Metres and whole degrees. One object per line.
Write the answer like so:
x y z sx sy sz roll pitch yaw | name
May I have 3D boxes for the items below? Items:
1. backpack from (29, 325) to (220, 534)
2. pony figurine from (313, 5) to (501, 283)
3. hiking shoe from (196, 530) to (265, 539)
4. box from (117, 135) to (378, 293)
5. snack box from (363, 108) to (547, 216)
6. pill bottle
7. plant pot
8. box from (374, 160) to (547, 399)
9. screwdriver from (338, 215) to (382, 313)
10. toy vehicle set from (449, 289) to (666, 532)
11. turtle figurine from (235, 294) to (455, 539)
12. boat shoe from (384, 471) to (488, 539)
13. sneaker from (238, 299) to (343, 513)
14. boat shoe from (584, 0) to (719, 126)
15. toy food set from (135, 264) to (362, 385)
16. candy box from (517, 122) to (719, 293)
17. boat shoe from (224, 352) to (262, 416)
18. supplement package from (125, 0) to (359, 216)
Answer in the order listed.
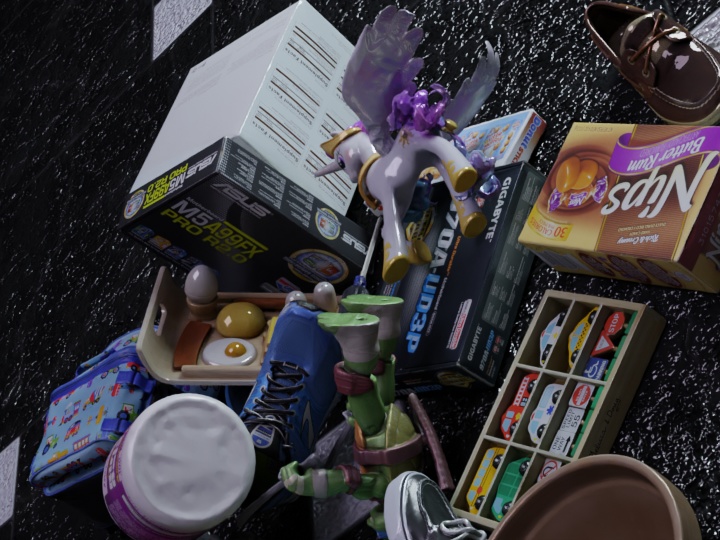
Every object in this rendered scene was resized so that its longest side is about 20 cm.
-0.226 0.138 1.884 0.182 0.134 0.201 -25 40 41 | backpack
0.045 -0.110 1.636 0.194 0.166 0.200 -52 43 20 | pony figurine
-0.143 0.287 1.678 0.199 0.076 0.101 -11 50 50 | hiking shoe
-0.108 -0.035 1.803 0.160 0.199 0.045 -24 44 42 | box
0.085 -0.099 1.743 0.199 0.024 0.072 -12 40 51 | snack box
-0.161 0.175 1.596 0.200 0.112 0.113 136 157 -69 | pill bottle
0.165 0.234 1.263 0.200 0.092 0.202 -35 37 32 | plant pot
0.078 0.012 1.640 0.158 0.046 0.201 -11 53 52 | box
0.000 0.000 1.745 0.201 0.029 0.028 -82 -4 -57 | screwdriver
0.151 0.114 1.459 0.124 0.026 0.201 7 68 57 | toy vehicle set
-0.023 0.123 1.545 0.199 0.143 0.196 16 111 50 | turtle figurine
0.074 0.224 1.408 0.068 0.073 0.200 -45 38 27 | boat shoe
-0.064 0.124 1.629 0.089 0.078 0.202 -36 -40 -67 | sneaker
0.243 -0.178 1.551 0.072 0.072 0.200 -51 31 11 | boat shoe
-0.097 0.041 1.732 0.198 0.061 0.144 0 32 5 | toy food set
0.223 -0.053 1.482 0.200 0.056 0.117 9 70 59 | candy box
-0.087 0.095 1.771 0.069 0.084 0.201 -43 35 20 | boat shoe
-0.099 -0.128 1.902 0.191 0.147 0.201 -25 33 43 | supplement package
